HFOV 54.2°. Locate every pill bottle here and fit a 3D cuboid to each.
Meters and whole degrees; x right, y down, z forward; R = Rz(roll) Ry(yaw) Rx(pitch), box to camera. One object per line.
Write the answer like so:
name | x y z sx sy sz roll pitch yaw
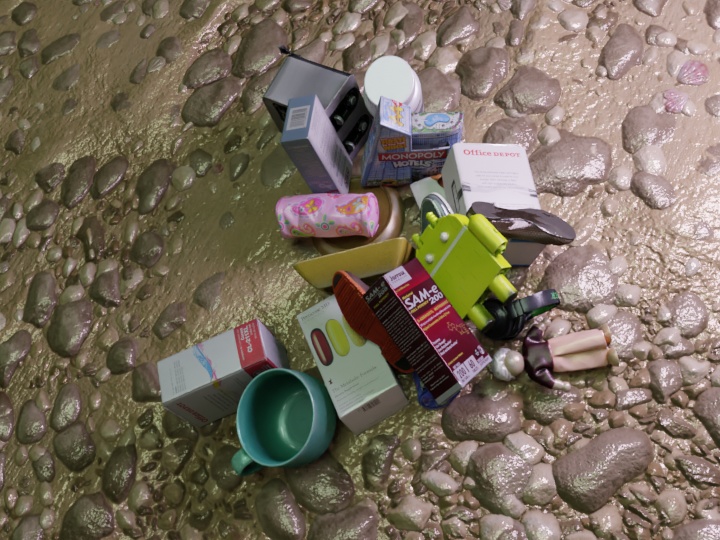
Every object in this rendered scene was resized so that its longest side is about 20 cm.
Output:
pill bottle | 0.064 -0.331 1.349 0.109 0.200 0.117 0 86 8

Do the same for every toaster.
toaster | -0.089 -0.327 1.418 0.196 0.182 0.120 25 74 26

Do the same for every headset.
headset | 0.236 0.093 1.153 0.196 0.123 0.096 -23 76 19

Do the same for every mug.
mug | -0.128 0.250 1.173 0.181 0.114 0.157 -16 71 23

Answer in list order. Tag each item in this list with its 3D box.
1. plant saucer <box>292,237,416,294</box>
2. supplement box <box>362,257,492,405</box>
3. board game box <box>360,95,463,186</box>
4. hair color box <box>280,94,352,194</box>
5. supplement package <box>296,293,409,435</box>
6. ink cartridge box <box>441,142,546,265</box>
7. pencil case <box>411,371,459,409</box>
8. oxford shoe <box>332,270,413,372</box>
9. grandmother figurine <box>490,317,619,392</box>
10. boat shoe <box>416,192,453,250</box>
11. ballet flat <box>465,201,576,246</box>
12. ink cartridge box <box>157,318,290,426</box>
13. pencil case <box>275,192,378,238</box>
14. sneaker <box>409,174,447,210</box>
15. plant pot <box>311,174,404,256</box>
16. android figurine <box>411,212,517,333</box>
plant saucer | 0.000 0.000 1.233 0.194 0.200 0.050 -14 82 10
supplement box | 0.103 0.089 1.078 0.202 0.108 0.061 53 128 9
board game box | 0.090 -0.234 1.288 0.193 0.201 0.063 -1 66 4
hair color box | -0.078 -0.220 1.318 0.059 0.201 0.102 -4 59 20
supplement package | -0.014 0.152 1.196 0.112 0.110 0.203 -29 59 0
ink cartridge box | 0.233 -0.117 1.243 0.141 0.085 0.205 1 60 -12
pencil case | 0.103 0.132 1.185 0.077 0.086 0.204 -35 55 25
oxford shoe | 0.033 0.073 1.138 0.201 0.072 0.072 48 45 10
grandmother figurine | 0.307 0.135 1.137 0.194 0.061 0.124 -14 54 7
boat shoe | 0.129 -0.029 1.201 0.072 0.061 0.207 -6 94 52
ballet flat | 0.261 -0.070 1.154 0.194 0.047 0.068 8 39 -16
ink cartridge box | -0.234 0.182 1.228 0.195 0.146 0.085 -23 60 4
pencil case | -0.063 -0.101 1.327 0.194 0.088 0.090 -1 63 17
sneaker | 0.158 -0.099 1.290 0.083 0.073 0.204 -24 58 7
plant pot | -0.010 -0.106 1.373 0.194 0.028 0.206 -7 63 13
android figurine | 0.157 -0.005 1.117 0.201 0.040 0.184 52 125 24
